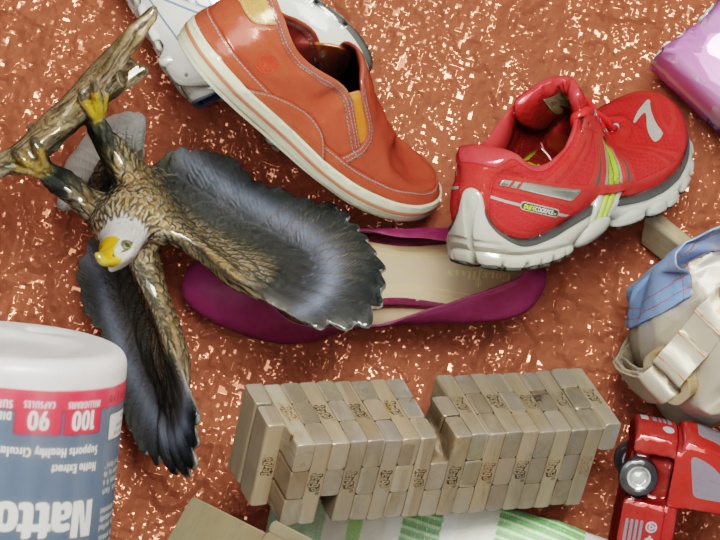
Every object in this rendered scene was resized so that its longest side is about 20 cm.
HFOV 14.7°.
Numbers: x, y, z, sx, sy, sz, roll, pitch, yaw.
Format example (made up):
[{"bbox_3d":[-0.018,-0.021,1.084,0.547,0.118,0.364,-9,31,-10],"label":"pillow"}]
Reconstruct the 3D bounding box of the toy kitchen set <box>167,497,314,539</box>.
[{"bbox_3d":[-0.021,0.247,1.421,0.163,0.200,0.181,35,80,-33],"label":"toy kitchen set"}]

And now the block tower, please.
[{"bbox_3d":[0.034,0.092,1.469,0.199,0.058,0.054,-3,36,-25],"label":"block tower"}]

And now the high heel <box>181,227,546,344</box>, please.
[{"bbox_3d":[0.000,0.000,1.509,0.199,0.096,0.068,-4,81,1],"label":"high heel"}]

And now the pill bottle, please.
[{"bbox_3d":[-0.187,0.133,1.434,0.119,0.120,0.201,6,98,2],"label":"pill bottle"}]

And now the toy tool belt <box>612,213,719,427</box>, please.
[{"bbox_3d":[0.190,0.010,1.453,0.124,0.200,0.124,-21,82,-11],"label":"toy tool belt"}]

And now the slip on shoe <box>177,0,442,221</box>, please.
[{"bbox_3d":[-0.014,-0.088,1.486,0.061,0.200,0.074,-41,43,12],"label":"slip on shoe"}]

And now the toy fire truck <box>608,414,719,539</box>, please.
[{"bbox_3d":[0.189,0.183,1.465,0.140,0.049,0.201,10,98,0],"label":"toy fire truck"}]

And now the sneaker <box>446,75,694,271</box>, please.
[{"bbox_3d":[0.116,-0.065,1.478,0.077,0.200,0.085,13,118,32],"label":"sneaker"}]

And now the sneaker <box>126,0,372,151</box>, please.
[{"bbox_3d":[-0.092,-0.144,1.552,0.200,0.075,0.087,34,88,7],"label":"sneaker"}]

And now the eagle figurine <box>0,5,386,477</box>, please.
[{"bbox_3d":[-0.105,-0.010,1.489,0.200,0.152,0.151,47,51,-5],"label":"eagle figurine"}]

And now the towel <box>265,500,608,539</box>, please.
[{"bbox_3d":[0.038,0.197,1.513,0.199,0.023,0.154,12,80,5],"label":"towel"}]

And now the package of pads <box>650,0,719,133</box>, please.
[{"bbox_3d":[0.270,-0.090,1.529,0.200,0.076,0.121,44,85,8],"label":"package of pads"}]
